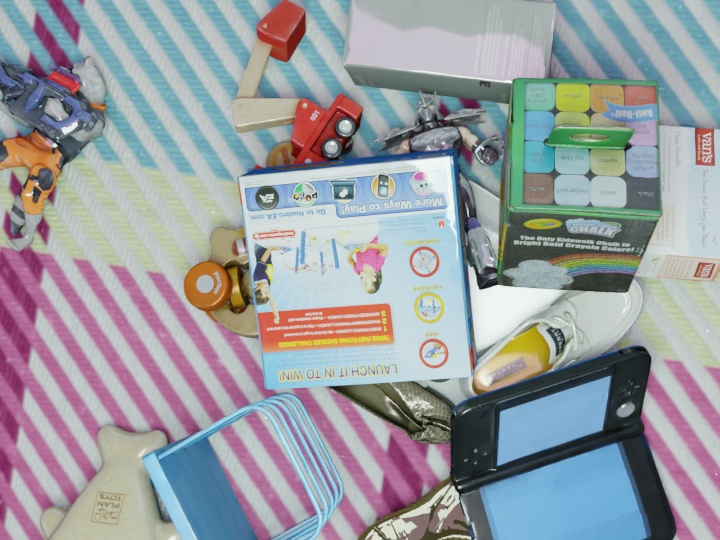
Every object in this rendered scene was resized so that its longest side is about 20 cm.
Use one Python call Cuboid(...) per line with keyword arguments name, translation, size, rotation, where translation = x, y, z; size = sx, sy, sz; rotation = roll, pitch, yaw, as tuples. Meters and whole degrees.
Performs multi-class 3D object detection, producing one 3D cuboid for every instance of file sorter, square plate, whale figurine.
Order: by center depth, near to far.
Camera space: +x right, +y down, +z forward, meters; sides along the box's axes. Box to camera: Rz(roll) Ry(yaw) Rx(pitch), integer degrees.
Cuboid(name="file sorter", translation=(-0.099, 0.198, 1.081), size=(0.121, 0.200, 0.140), rotation=(-29, 85, 3))
Cuboid(name="square plate", translation=(0.135, 0.045, 1.138), size=(0.198, 0.028, 0.200), rotation=(31, 92, 7))
Cuboid(name="whale figurine", translation=(-0.242, 0.262, 1.161), size=(0.156, 0.104, 0.203), rotation=(3, 65, 8))

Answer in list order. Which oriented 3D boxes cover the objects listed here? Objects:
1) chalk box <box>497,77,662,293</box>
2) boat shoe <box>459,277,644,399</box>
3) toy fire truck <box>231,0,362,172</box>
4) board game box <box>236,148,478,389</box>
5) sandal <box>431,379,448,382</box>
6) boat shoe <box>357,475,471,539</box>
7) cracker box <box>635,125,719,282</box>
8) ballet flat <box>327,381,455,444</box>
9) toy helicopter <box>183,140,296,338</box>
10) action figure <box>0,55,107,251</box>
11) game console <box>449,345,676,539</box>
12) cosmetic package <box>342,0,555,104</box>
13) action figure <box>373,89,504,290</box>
Cuboid(name="chalk box", translation=(0.180, -0.079, 0.958), size=(0.122, 0.201, 0.126), rotation=(3, 66, 4))
Cuboid(name="boat shoe", translation=(0.181, 0.065, 1.080), size=(0.198, 0.070, 0.072), rotation=(-28, 87, 1))
Cuboid(name="toy fire truck", translation=(-0.075, -0.149, 1.131), size=(0.140, 0.049, 0.202), rotation=(31, 75, 5))
Cuboid(name="board game box", translation=(0.000, 0.000, 1.048), size=(0.196, 0.056, 0.200), rotation=(-4, 102, 12))
Cuboid(name="sandal", translation=(0.030, 0.018, 1.115), size=(0.201, 0.043, 0.076), rotation=(54, 139, -2))
Cuboid(name="boat shoe", translation=(0.089, 0.246, 1.132), size=(0.198, 0.063, 0.074), rotation=(-28, 74, -1))
Cuboid(name="cracker box", translation=(0.241, -0.068, 1.091), size=(0.196, 0.058, 0.136), rotation=(5, 66, 8))
Cuboid(name="ballet flat", translation=(0.007, 0.113, 1.133), size=(0.198, 0.046, 0.068), rotation=(32, 129, 8))
Cuboid(name="toy helicopter", translation=(-0.085, -0.031, 1.149), size=(0.130, 0.079, 0.203), rotation=(14, 78, 14))
Cuboid(name="action figure", translation=(-0.337, -0.142, 1.189), size=(0.199, 0.105, 0.194), rotation=(38, 87, 34))
Cuboid(name="game console", translation=(0.191, 0.186, 1.059), size=(0.197, 0.172, 0.119), rotation=(-17, 48, -10))
Cuboid(name="cosmetic package", translation=(0.086, -0.216, 1.112), size=(0.196, 0.107, 0.092), rotation=(5, 89, 9))
Cuboid(name="action figure", translation=(0.084, -0.079, 1.104), size=(0.128, 0.069, 0.204), rotation=(-16, 81, 12))
